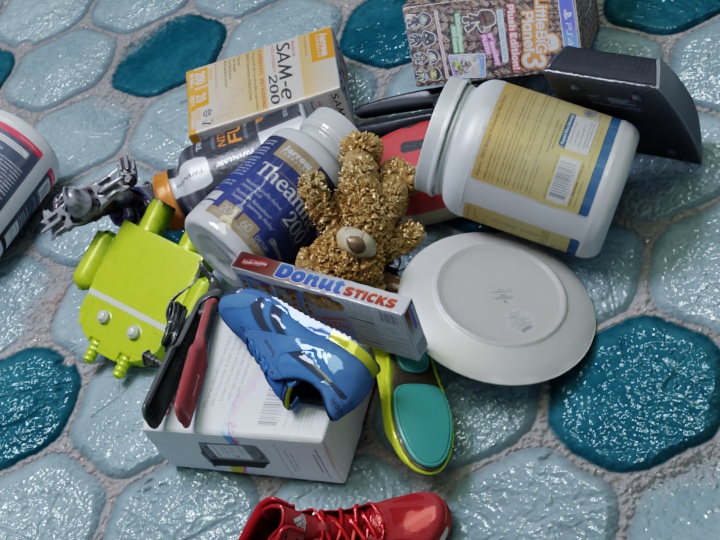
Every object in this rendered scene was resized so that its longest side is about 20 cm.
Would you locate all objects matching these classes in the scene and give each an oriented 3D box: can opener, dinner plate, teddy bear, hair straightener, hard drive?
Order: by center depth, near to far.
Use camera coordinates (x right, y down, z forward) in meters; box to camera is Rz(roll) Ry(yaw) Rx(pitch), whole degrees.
[{"bbox_3d":[0.136,0.029,1.217,0.199,0.024,0.201,4,48,-5],"label":"dinner plate"},{"bbox_3d":[-0.188,0.071,1.233,0.076,0.041,0.201,-6,50,18],"label":"hair straightener"},{"bbox_3d":[0.005,-0.061,1.248,0.067,0.145,0.200,-25,16,43],"label":"teddy bear"},{"bbox_3d":[0.276,-0.169,1.259,0.134,0.200,0.043,15,81,31],"label":"hard drive"},{"bbox_3d":[0.080,-0.193,1.456,0.199,0.079,0.064,-3,58,31],"label":"can opener"}]

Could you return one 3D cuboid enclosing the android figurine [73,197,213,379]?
[{"bbox_3d":[-0.242,0.022,1.373,0.181,0.041,0.201,26,84,27],"label":"android figurine"}]

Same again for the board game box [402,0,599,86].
[{"bbox_3d":[0.169,-0.297,1.446,0.199,0.097,0.160,-3,27,19],"label":"board game box"}]

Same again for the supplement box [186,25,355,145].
[{"bbox_3d":[-0.114,-0.215,1.542,0.199,0.074,0.127,-17,48,8],"label":"supplement box"}]

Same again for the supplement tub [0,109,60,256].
[{"bbox_3d":[-0.483,-0.091,1.540,0.140,0.141,0.201,11,56,29],"label":"supplement tub"}]

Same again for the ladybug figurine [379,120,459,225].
[{"bbox_3d":[0.079,-0.118,1.382,0.199,0.072,0.136,-13,47,11],"label":"ladybug figurine"}]

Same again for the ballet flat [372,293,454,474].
[{"bbox_3d":[0.045,0.117,1.197,0.066,0.067,0.201,5,53,-21],"label":"ballet flat"}]

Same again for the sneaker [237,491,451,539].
[{"bbox_3d":[-0.020,0.236,1.089,0.199,0.116,0.078,-28,46,-3],"label":"sneaker"}]

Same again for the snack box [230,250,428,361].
[{"bbox_3d":[-0.032,0.033,1.186,0.199,0.072,0.024,15,57,30],"label":"snack box"}]

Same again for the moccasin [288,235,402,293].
[{"bbox_3d":[0.001,0.001,1.319,0.201,0.074,0.078,16,66,43],"label":"moccasin"}]

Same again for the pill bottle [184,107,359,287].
[{"bbox_3d":[-0.083,-0.080,1.318,0.111,0.111,0.200,27,64,37],"label":"pill bottle"}]

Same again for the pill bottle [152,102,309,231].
[{"bbox_3d":[-0.141,-0.113,1.444,0.199,0.106,0.107,-21,47,4],"label":"pill bottle"}]

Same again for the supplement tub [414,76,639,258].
[{"bbox_3d":[0.168,-0.109,1.252,0.199,0.145,0.145,20,58,8],"label":"supplement tub"}]

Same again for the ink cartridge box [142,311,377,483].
[{"bbox_3d":[-0.096,0.124,1.237,0.199,0.086,0.148,1,52,24],"label":"ink cartridge box"}]

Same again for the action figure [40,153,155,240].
[{"bbox_3d":[-0.298,-0.081,1.427,0.129,0.200,0.070,-21,84,13],"label":"action figure"}]

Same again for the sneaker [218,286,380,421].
[{"bbox_3d":[-0.076,0.079,1.167,0.199,0.066,0.079,26,66,34],"label":"sneaker"}]
